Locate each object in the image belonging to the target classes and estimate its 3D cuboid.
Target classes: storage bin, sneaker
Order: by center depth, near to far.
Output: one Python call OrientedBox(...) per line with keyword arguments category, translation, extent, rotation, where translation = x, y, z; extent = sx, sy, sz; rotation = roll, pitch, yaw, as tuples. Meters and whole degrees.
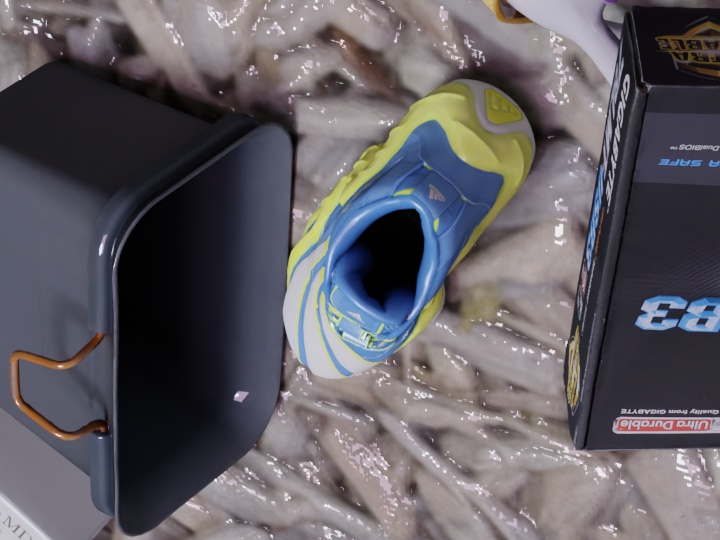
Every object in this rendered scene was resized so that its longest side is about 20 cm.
OrientedBox(category="sneaker", translation=(0.000, 0.000, 1.181), extent=(0.076, 0.105, 0.200), rotation=(36, 135, 5))
OrientedBox(category="storage bin", translation=(-0.129, 0.008, 1.262), extent=(0.134, 0.145, 0.201), rotation=(27, 135, 27))

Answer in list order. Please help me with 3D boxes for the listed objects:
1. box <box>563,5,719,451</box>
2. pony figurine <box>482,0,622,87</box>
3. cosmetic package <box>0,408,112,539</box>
OrientedBox(category="box", translation=(0.186, -0.010, 1.009), extent=(0.198, 0.050, 0.199), rotation=(1, 135, -5))
OrientedBox(category="pony figurine", translation=(0.089, -0.133, 1.007), extent=(0.199, 0.167, 0.193), rotation=(30, 145, -11))
OrientedBox(category="cosmetic package", translation=(-0.218, 0.148, 1.466), extent=(0.101, 0.071, 0.200), rotation=(43, 135, -2))
